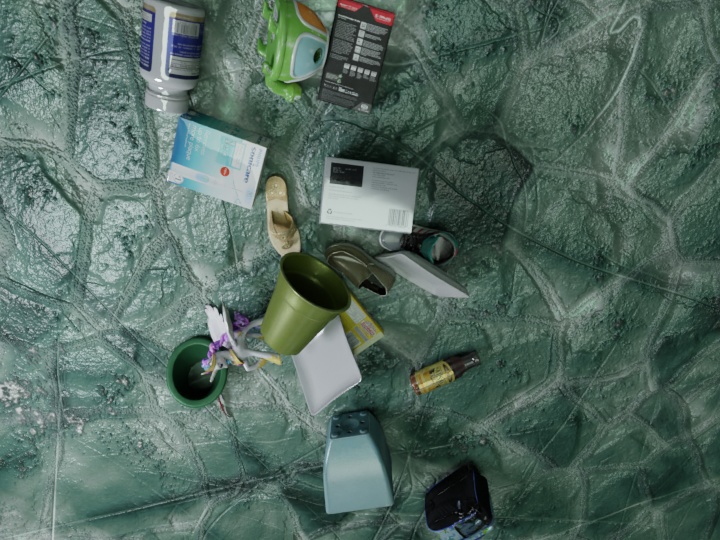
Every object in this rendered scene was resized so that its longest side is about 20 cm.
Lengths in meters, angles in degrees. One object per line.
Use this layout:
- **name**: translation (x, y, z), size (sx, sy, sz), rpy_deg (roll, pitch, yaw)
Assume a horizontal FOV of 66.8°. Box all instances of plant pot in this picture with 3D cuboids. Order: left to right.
- **plant pot**: translation (-0.149, 0.096, 1.321), size (0.196, 0.202, 0.192), rpy_deg (28, 117, -14)
- **plant pot**: translation (-0.014, 0.516, 1.529), size (0.188, 0.197, 0.207), rpy_deg (-8, 108, 3)

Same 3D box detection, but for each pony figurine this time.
- **pony figurine**: translation (-0.309, 0.166, 1.367), size (0.194, 0.166, 0.200), rpy_deg (-4, 75, -29)

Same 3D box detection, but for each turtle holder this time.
- **turtle holder**: translation (-0.135, -0.436, 1.097), size (0.127, 0.141, 0.192), rpy_deg (1, 108, -21)

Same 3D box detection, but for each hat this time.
- **hat**: translation (-0.432, 0.295, 1.504), size (0.159, 0.176, 0.208), rpy_deg (7, 79, -2)

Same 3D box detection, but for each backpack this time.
- **backpack**: translation (0.297, 0.712, 1.628), size (0.198, 0.185, 0.147), rpy_deg (-36, 111, 21)

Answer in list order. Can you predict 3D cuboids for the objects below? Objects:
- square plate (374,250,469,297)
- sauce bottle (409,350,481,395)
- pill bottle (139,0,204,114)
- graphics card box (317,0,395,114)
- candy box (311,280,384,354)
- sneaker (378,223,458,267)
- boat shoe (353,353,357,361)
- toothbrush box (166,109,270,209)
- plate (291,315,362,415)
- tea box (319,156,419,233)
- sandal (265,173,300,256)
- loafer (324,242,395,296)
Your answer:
- **square plate**: translation (0.144, 0.005, 1.298), size (0.194, 0.199, 0.029), rpy_deg (30, 81, -14)
- **sauce bottle**: translation (0.230, 0.273, 1.482), size (0.196, 0.067, 0.067), rpy_deg (-28, 114, 11)
- **pill bottle**: translation (-0.383, -0.432, 1.102), size (0.116, 0.121, 0.206), rpy_deg (12, 115, -7)
- **graphics card box**: translation (-0.011, -0.445, 1.142), size (0.121, 0.051, 0.206), rpy_deg (12, 114, -7)
- **candy box**: translation (-0.033, 0.123, 1.425), size (0.101, 0.027, 0.201), rpy_deg (-34, 111, 13)
- **sneaker**: translation (0.143, -0.058, 1.284), size (0.192, 0.121, 0.087), rpy_deg (5, 103, -5)
- **boat shoe**: translation (-0.079, 0.264, 1.467), size (0.074, 0.088, 0.200), rpy_deg (35, 136, -24)
- **toothbrush box**: translation (-0.311, -0.245, 1.212), size (0.194, 0.086, 0.150), rpy_deg (18, 114, -11)
- **plate**: translation (-0.087, 0.233, 1.395), size (0.199, 0.204, 0.032), rpy_deg (-40, 150, 29)
- **tea box**: translation (0.012, -0.162, 1.184), size (0.192, 0.197, 0.139), rpy_deg (7, 98, -3)
- **sandal**: translation (-0.190, -0.111, 1.286), size (0.075, 0.070, 0.218), rpy_deg (-6, 116, 2)
- **loafer**: translation (0.000, 0.000, 1.334), size (0.195, 0.071, 0.076), rpy_deg (25, 133, -13)
